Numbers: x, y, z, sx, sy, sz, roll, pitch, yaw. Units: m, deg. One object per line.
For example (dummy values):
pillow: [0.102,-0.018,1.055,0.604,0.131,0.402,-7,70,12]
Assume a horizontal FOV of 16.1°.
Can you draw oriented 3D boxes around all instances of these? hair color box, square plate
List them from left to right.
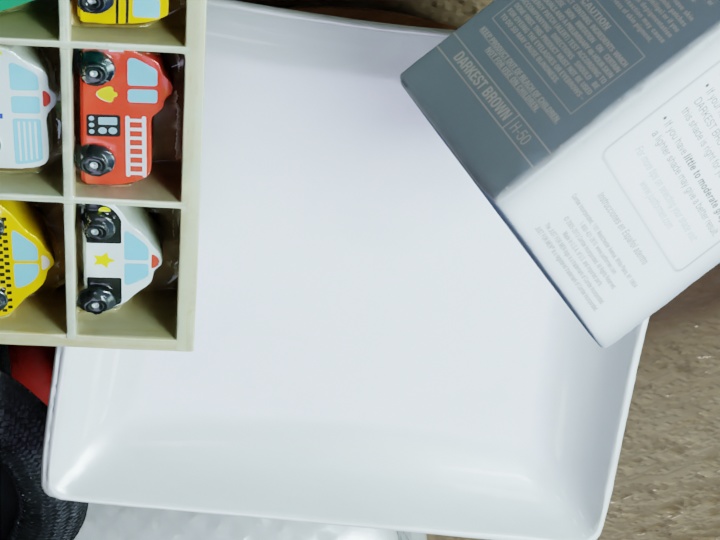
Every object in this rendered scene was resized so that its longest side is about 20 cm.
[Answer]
square plate: [0.000,0.000,0.849,0.199,0.028,0.199,6,121,-7]
hair color box: [0.120,-0.077,0.748,0.200,0.061,0.099,-37,144,3]

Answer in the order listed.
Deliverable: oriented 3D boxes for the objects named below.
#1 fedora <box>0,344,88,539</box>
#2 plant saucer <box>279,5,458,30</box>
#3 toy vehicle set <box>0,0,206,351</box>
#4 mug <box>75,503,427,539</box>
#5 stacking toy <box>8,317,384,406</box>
fedora: [-0.189,0.048,0.965,0.199,0.092,0.201,5,146,3]
plant saucer: [-0.011,-0.041,0.949,0.199,0.032,0.201,1,151,0]
toy vehicle set: [-0.108,-0.053,0.748,0.124,0.027,0.201,2,138,-3]
mug: [-0.069,0.103,1.125,0.174,0.148,0.201,-12,119,9]
stacking toy: [-0.064,0.029,0.973,0.199,0.086,0.085,-16,147,38]
